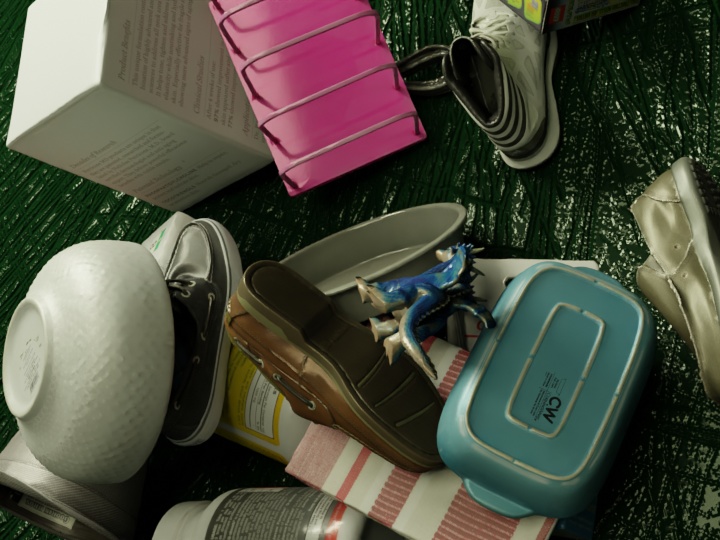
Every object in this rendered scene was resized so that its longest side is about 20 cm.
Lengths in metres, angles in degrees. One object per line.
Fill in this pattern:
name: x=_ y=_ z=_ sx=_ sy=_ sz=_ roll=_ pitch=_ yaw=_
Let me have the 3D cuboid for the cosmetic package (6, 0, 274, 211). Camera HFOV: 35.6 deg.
cosmetic package: x=-0.206 y=-0.184 z=1.090 sx=0.166 sy=0.200 sz=0.168 roll=-21 pitch=58 yaw=42

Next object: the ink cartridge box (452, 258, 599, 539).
ink cartridge box: x=0.128 y=0.096 z=0.861 sx=0.115 sy=0.068 sz=0.200 roll=2 pitch=72 yaw=32

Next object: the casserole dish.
casserole dish: x=0.133 y=0.074 z=0.774 sx=0.121 sy=0.039 sz=0.200 roll=24 pitch=67 yaw=12

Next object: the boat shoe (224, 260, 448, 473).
boat shoe: x=-0.017 y=0.079 z=0.817 sx=0.200 sy=0.072 sz=0.068 roll=44 pitch=130 yaw=16

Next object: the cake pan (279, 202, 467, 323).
cake pan: x=0.000 y=0.000 z=0.930 sx=0.200 sy=0.200 sz=0.037 roll=-15 pitch=105 yaw=27

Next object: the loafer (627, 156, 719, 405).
loafer: x=0.248 y=0.014 z=0.826 sx=0.070 sy=0.075 sz=0.200 roll=-28 pitch=52 yaw=34

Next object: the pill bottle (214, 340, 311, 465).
pill bottle: x=-0.060 y=0.104 z=0.950 sx=0.200 sy=0.112 sz=0.113 roll=17 pitch=80 yaw=36

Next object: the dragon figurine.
dragon figurine: x=0.056 y=0.019 z=0.766 sx=0.099 sy=0.200 sz=0.059 roll=-20 pitch=97 yaw=-5

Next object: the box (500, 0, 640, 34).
box: x=0.146 y=-0.286 z=0.996 sx=0.110 sy=0.035 sz=0.200 roll=-21 pitch=50 yaw=-23

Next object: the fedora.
fedora: x=-0.256 y=0.188 z=1.013 sx=0.200 sy=0.177 sz=0.090 roll=-2 pitch=53 yaw=46

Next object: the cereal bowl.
cereal bowl: x=-0.229 y=0.070 z=0.892 sx=0.200 sy=0.083 sz=0.200 roll=-15 pitch=72 yaw=52

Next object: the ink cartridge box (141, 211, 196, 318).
ink cartridge box: x=-0.222 y=0.054 z=1.044 sx=0.200 sy=0.050 sz=0.161 roll=-32 pitch=34 yaw=43

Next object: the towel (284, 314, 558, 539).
towel: x=0.060 y=0.128 z=0.815 sx=0.200 sy=0.023 sz=0.144 roll=23 pitch=74 yaw=27

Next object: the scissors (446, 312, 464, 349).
scissors: x=0.082 y=0.111 z=0.835 sx=0.073 sy=0.014 sz=0.200 roll=0 pitch=70 yaw=33

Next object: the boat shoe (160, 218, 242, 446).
boat shoe: x=-0.147 y=0.041 z=0.920 sx=0.070 sy=0.066 sz=0.200 roll=-8 pitch=65 yaw=29

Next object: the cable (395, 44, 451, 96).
cable: x=0.001 y=-0.188 z=1.073 sx=0.200 sy=0.050 sz=0.097 roll=14 pitch=76 yaw=37

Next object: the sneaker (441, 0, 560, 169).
sneaker: x=0.119 y=-0.197 z=0.962 sx=0.076 sy=0.115 sz=0.201 roll=-18 pitch=61 yaw=25

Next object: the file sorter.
file sorter: x=-0.044 y=-0.189 z=0.989 sx=0.139 sy=0.125 sz=0.200 roll=-23 pitch=86 yaw=2

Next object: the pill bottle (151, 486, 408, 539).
pill bottle: x=-0.064 y=0.232 z=0.897 sx=0.200 sy=0.116 sz=0.116 roll=-7 pitch=67 yaw=30
